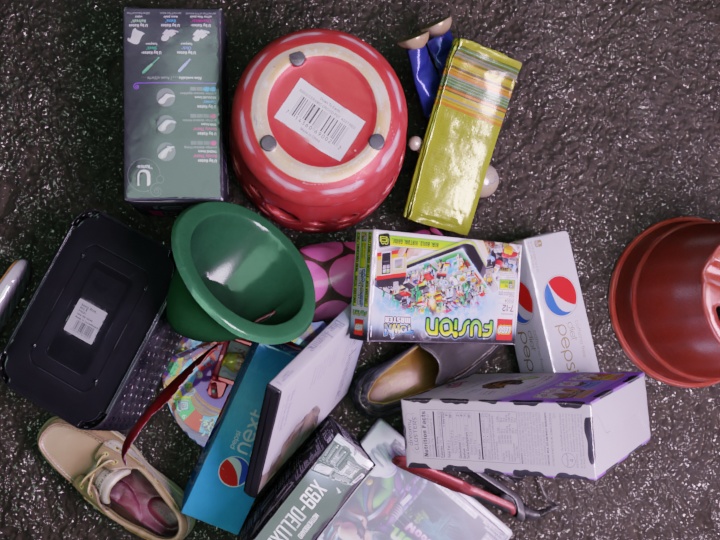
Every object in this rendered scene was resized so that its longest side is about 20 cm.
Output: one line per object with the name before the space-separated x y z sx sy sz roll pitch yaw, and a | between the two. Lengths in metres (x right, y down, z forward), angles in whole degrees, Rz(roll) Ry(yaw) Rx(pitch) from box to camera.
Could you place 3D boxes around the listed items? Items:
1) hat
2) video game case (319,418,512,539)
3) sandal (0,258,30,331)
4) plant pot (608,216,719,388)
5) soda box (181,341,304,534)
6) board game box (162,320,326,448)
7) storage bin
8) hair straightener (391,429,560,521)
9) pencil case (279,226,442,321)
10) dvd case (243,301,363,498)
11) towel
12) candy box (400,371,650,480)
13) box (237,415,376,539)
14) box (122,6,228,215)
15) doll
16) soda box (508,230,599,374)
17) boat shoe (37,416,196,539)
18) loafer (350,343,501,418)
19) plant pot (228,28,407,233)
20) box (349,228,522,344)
hat | -0.167 0.050 0.932 0.176 0.199 0.166 -43 78 32
video game case | 0.040 0.301 1.034 0.200 0.023 0.182 40 84 -1
sandal | -0.428 0.071 0.988 0.059 0.079 0.208 27 76 -1
plant pot | 0.397 0.031 0.996 0.198 0.195 0.204 0 87 -5
soda box | -0.119 0.169 0.979 0.067 0.064 0.202 24 96 -11
board game box | -0.121 0.114 1.023 0.198 0.039 0.160 -26 89 -6
storage bin | -0.268 0.055 0.974 0.134 0.094 0.202 26 83 12
hair straightener | 0.135 0.217 1.028 0.198 0.041 0.078 24 64 -5
pencil case | 0.000 0.000 1.020 0.197 0.094 0.092 -6 112 -9
dvd case | -0.048 0.120 0.932 0.017 0.200 0.144 25 125 16
towel | 0.112 -0.144 1.011 0.085 0.018 0.203 13 98 -20
candy box | 0.166 0.149 0.921 0.198 0.167 0.073 -5 91 34
box | -0.060 0.231 0.940 0.050 0.200 0.158 39 83 -2
box | -0.196 -0.166 0.995 0.104 0.122 0.203 -1 86 -5
doll | 0.103 -0.173 1.039 0.136 0.048 0.202 -36 111 -31
soda box | 0.211 0.062 1.035 0.063 0.068 0.203 -12 87 -25
boat shoe | -0.262 0.223 0.991 0.199 0.066 0.075 33 84 -2
loafer | 0.083 0.104 1.026 0.199 0.072 0.073 -33 88 -7
plant pot | -0.043 -0.150 0.980 0.197 0.182 0.203 1 84 -6
box | 0.082 0.020 0.958 0.198 0.035 0.112 4 90 -34
